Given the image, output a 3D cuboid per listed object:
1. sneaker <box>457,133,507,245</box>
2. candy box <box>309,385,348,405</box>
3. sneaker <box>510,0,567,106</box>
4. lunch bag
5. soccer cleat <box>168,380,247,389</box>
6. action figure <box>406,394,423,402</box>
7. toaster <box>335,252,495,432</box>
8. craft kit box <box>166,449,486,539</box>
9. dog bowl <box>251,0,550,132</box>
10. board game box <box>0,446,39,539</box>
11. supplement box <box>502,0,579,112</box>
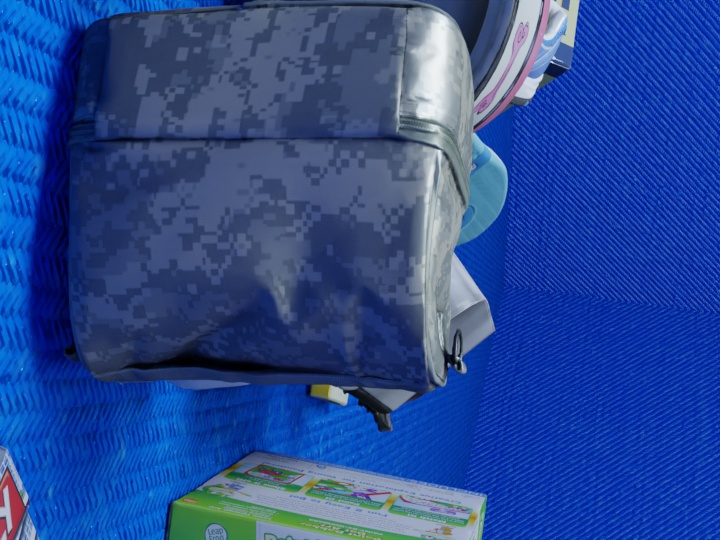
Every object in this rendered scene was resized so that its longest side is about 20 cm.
[{"bbox_3d":[0.043,-0.111,0.855,0.131,0.079,0.200,55,0,35],"label":"sneaker"},{"bbox_3d":[-0.017,0.032,1.111,0.102,0.026,0.204,56,42,-78],"label":"candy box"},{"bbox_3d":[0.079,-0.179,0.791,0.199,0.076,0.077,0,133,-52],"label":"sneaker"},{"bbox_3d":[-0.044,-0.027,0.534,0.139,0.196,0.171,57,36,-74],"label":"lunch bag"},{"bbox_3d":[-0.078,-0.030,0.648,0.069,0.076,0.204,43,55,-76],"label":"soccer cleat"},{"bbox_3d":[0.009,0.017,0.984,0.131,0.068,0.202,-62,-142,40],"label":"action figure"},{"bbox_3d":[0.000,0.000,0.774,0.182,0.118,0.200,57,1,17],"label":"toaster"},{"bbox_3d":[-0.014,0.184,0.791,0.197,0.197,0.049,9,90,-78],"label":"craft kit box"},{"bbox_3d":[0.027,-0.163,0.659,0.073,0.198,0.204,3,94,-52],"label":"dog bowl"},{"bbox_3d":[-0.165,0.124,0.354,0.202,0.061,0.202,-71,164,-45],"label":"board game box"},{"bbox_3d":[0.100,-0.263,1.032,0.199,0.132,0.203,-26,-129,62],"label":"supplement box"}]
